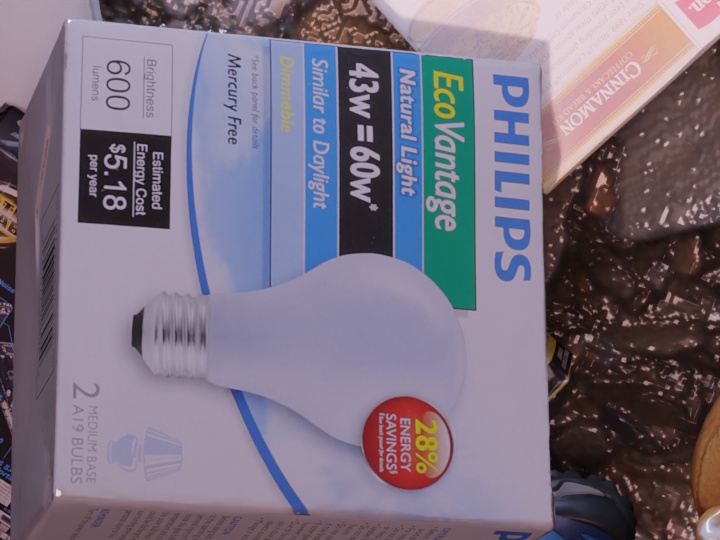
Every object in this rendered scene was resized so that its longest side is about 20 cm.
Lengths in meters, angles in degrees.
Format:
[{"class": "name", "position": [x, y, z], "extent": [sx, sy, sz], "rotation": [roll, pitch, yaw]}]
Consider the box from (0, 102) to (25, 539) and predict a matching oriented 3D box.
[{"class": "box", "position": [-0.130, 0.061, 1.253], "extent": [0.200, 0.050, 0.199], "rotation": [33, 113, -5]}]

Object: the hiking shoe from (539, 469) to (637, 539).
[{"class": "hiking shoe", "position": [0.034, 0.157, 1.254], "extent": [0.199, 0.074, 0.087], "rotation": [-21, 55, 4]}]

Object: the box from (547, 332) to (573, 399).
[{"class": "box", "position": [0.000, 0.000, 1.264], "extent": [0.200, 0.050, 0.075], "rotation": [45, 101, -2]}]

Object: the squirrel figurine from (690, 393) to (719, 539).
[{"class": "squirrel figurine", "position": [0.239, 0.117, 1.221], "extent": [0.186, 0.142, 0.201], "rotation": [-6, 95, 12]}]

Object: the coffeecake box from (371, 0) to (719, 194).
[{"class": "coffeecake box", "position": [0.071, -0.159, 1.224], "extent": [0.153, 0.073, 0.200], "rotation": [-42, 93, 8]}]

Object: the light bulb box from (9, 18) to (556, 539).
[{"class": "light bulb box", "position": [-0.034, 0.018, 1.135], "extent": [0.199, 0.125, 0.199], "rotation": [4, 72, -15]}]

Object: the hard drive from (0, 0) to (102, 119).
[{"class": "hard drive", "position": [-0.176, -0.087, 1.233], "extent": [0.131, 0.026, 0.201], "rotation": [-4, 125, 5]}]
